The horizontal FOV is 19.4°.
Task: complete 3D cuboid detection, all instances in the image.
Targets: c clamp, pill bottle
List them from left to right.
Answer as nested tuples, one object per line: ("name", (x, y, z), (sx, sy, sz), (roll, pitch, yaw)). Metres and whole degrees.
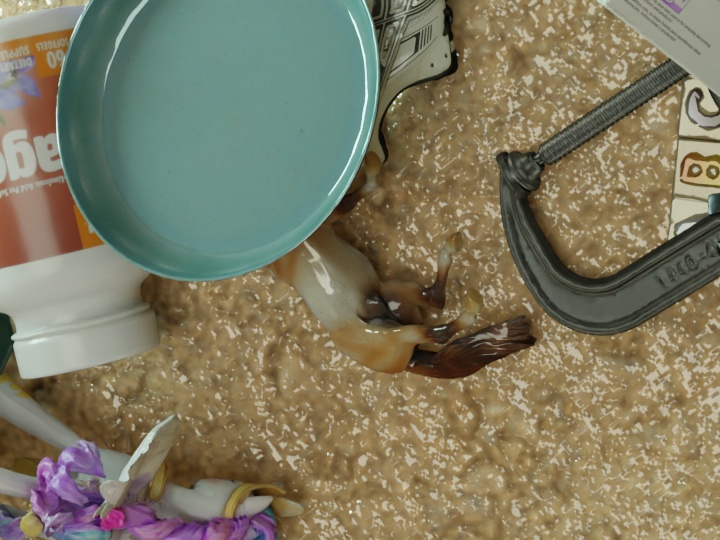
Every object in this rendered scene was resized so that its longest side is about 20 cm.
("pill bottle", (-0.179, -0.044, 1.217), (0.111, 0.112, 0.202), (-12, 94, 21))
("c clamp", (0.151, -0.068, 1.133), (0.200, 0.027, 0.171), (-39, 89, 19))

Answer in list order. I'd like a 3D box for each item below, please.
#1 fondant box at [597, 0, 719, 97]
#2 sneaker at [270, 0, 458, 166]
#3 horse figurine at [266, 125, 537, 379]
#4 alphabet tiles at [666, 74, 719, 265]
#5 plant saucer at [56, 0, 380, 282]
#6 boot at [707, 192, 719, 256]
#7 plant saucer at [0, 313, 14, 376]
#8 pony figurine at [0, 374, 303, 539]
("fondant box", (0.223, -0.177, 1.028), (0.144, 0.058, 0.200), (34, 104, -25))
("sneaker", (0.025, -0.150, 1.158), (0.087, 0.076, 0.201), (29, 104, -11))
("horse figurine", (0.000, 0.000, 1.176), (0.200, 0.050, 0.133), (42, 140, 0))
("alphabet tiles", (0.251, -0.095, 1.106), (0.166, 0.008, 0.202), (7, 101, 20))
("plant saucer", (-0.074, -0.092, 1.126), (0.199, 0.027, 0.202), (-4, 81, 26))
("boot", (0.278, -0.038, 1.002), (0.197, 0.073, 0.163), (27, 100, 8))
("plant saucer", (-0.245, 0.097, 1.220), (0.019, 0.201, 0.070), (12, 143, 11))
("pony figurine", (-0.147, 0.134, 1.179), (0.198, 0.193, 0.168), (15, 109, 11))
